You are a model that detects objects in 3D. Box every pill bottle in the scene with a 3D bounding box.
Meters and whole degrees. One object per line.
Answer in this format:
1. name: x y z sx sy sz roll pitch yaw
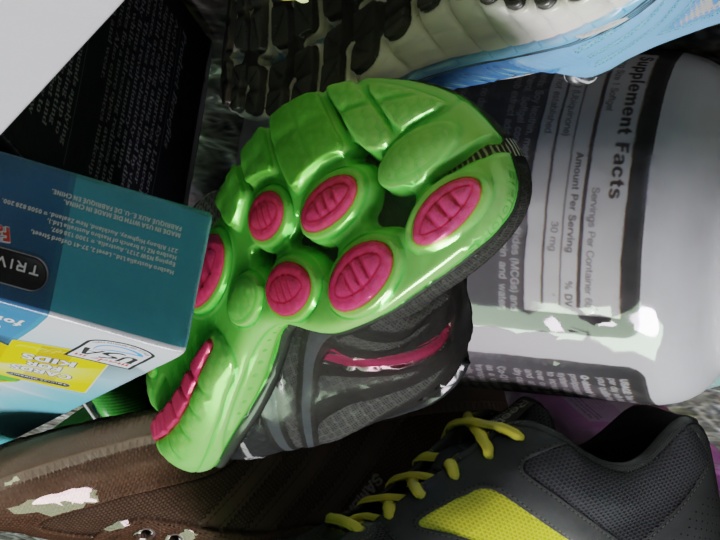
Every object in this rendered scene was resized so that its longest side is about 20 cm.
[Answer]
1. pill bottle: 0.066 -0.016 0.972 0.200 0.117 0.116 5 162 14

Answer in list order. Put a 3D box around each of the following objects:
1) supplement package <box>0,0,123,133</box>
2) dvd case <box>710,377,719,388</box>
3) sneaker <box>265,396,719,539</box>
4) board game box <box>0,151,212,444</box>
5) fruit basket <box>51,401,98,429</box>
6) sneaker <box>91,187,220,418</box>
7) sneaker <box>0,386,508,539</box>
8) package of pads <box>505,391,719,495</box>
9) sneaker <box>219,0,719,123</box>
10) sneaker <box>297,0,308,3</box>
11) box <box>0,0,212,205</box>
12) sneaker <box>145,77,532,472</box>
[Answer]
1. supplement package: -0.135 -0.138 0.643 0.191 0.147 0.200 15 163 -17
2. dvd case: 0.098 0.002 1.175 0.200 0.022 0.146 19 160 -24
3. sneaker: 0.029 0.084 0.965 0.200 0.085 0.074 -2 -174 -25
4. board game box: -0.154 0.005 0.923 0.151 0.047 0.200 16 161 -20
5. fruit basket: -0.068 0.098 1.241 0.185 0.094 0.200 55 180 -10
6. sneaker: -0.054 0.031 1.100 0.085 0.200 0.078 32 122 -23
7. sneaker: -0.034 0.080 0.995 0.200 0.076 0.070 -7 174 -23
8. package of pads: 0.067 0.093 1.114 0.076 0.121 0.200 10 -167 -20
9. sneaker: 0.038 -0.076 0.871 0.200 0.079 0.090 -7 159 44
10. sneaker: 0.011 -0.096 0.757 0.200 0.076 0.075 6 135 31
11. box: -0.149 -0.068 0.943 0.148 0.105 0.200 4 162 15
12. sneaker: 0.000 0.000 0.878 0.084 0.077 0.200 -2 160 -28
